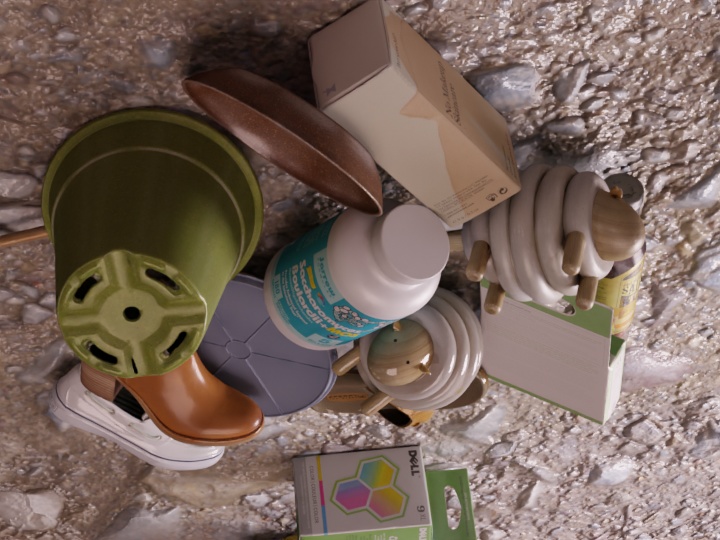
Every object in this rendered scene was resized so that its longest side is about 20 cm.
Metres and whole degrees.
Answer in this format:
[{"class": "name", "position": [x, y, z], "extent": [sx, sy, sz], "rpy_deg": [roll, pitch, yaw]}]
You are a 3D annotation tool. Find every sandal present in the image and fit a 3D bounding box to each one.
[{"class": "sandal", "position": [0.037, 0.135, 1.848], "extent": [0.200, 0.054, 0.080], "rpy_deg": [-6, 139, 13]}]

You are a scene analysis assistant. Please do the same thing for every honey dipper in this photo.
[{"class": "honey dipper", "position": [-0.275, -0.040, 1.624], "extent": [0.200, 0.038, 0.038], "rpy_deg": [-12, 140, 8]}]

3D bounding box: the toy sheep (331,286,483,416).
[{"class": "toy sheep", "position": [0.056, 0.076, 1.735], "extent": [0.138, 0.138, 0.200], "rpy_deg": [-25, 180, 21]}]

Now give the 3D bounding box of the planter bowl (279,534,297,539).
[{"class": "planter bowl", "position": [-0.064, 0.371, 2.111], "extent": [0.200, 0.083, 0.200], "rpy_deg": [-5, 141, -4]}]

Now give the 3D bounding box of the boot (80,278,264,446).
[{"class": "boot", "position": [-0.176, 0.080, 1.723], "extent": [0.200, 0.077, 0.155], "rpy_deg": [25, 133, 7]}]

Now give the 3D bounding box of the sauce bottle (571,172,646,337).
[{"class": "sauce bottle", "position": [0.242, -0.011, 1.709], "extent": [0.066, 0.066, 0.200], "rpy_deg": [-5, 142, -3]}]

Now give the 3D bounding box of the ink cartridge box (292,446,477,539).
[{"class": "ink cartridge box", "position": [0.027, 0.257, 1.971], "extent": [0.200, 0.104, 0.059], "rpy_deg": [-4, 141, -3]}]

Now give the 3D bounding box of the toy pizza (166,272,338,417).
[{"class": "toy pizza", "position": [-0.117, 0.069, 1.755], "extent": [0.200, 0.032, 0.200], "rpy_deg": [10, 135, 10]}]

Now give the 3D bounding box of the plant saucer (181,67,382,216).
[{"class": "plant saucer", "position": [-0.058, -0.115, 1.486], "extent": [0.200, 0.200, 0.037], "rpy_deg": [38, 82, -40]}]

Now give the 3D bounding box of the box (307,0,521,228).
[{"class": "box", "position": [0.047, -0.133, 1.515], "extent": [0.078, 0.095, 0.200], "rpy_deg": [-29, 137, 23]}]

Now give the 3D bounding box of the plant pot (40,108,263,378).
[{"class": "plant pot", "position": [-0.186, -0.007, 1.511], "extent": [0.200, 0.190, 0.200], "rpy_deg": [0, 121, 0]}]

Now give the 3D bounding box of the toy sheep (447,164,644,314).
[{"class": "toy sheep", "position": [0.159, -0.031, 1.597], "extent": [0.200, 0.138, 0.138], "rpy_deg": [-1, 144, 24]}]

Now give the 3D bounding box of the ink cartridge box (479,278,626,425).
[{"class": "ink cartridge box", "position": [0.188, 0.058, 1.743], "extent": [0.146, 0.048, 0.200], "rpy_deg": [23, 145, 20]}]

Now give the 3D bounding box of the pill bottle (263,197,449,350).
[{"class": "pill bottle", "position": [0.000, 0.000, 1.606], "extent": [0.111, 0.111, 0.200], "rpy_deg": [15, 158, -25]}]

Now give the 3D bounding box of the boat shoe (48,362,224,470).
[{"class": "boat shoe", "position": [-0.220, 0.151, 1.831], "extent": [0.200, 0.074, 0.067], "rpy_deg": [19, 136, -27]}]
